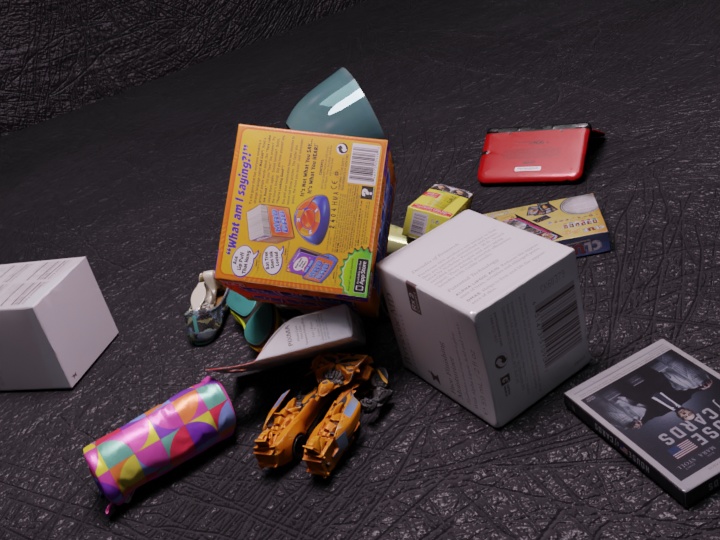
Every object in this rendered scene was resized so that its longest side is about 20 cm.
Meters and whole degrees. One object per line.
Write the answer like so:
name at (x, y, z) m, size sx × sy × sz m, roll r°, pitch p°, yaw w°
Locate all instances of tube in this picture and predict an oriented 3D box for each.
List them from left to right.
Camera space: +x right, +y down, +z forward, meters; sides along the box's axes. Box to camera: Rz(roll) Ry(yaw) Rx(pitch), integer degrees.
tube at (0.041, -0.050, 1.352) m, size 0.197 × 0.053 × 0.058 m, roll 23°, pitch 0°, yaw 26°

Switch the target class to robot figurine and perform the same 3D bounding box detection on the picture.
robot figurine at (-0.044, 0.170, 1.058) m, size 0.142 × 0.059 × 0.201 m, roll 1°, pitch 33°, yaw 27°

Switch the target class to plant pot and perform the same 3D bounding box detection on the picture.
plant pot at (-0.058, -0.287, 1.748) m, size 0.159 × 0.202 × 0.201 m, roll -30°, pitch 29°, yaw -3°

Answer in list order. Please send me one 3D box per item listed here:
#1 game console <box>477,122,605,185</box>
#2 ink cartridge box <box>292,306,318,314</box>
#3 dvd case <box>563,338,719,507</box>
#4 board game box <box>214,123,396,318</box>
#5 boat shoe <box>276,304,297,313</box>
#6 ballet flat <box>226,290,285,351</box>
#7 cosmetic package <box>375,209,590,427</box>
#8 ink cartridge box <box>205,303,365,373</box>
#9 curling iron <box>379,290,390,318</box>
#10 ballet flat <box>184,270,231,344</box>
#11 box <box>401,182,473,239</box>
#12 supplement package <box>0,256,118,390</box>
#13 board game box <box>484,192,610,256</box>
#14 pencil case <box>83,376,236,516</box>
game console at (0.337, -0.209, 1.573) m, size 0.197 × 0.119 × 0.175 m, roll 1°, pitch 64°, yaw 31°
ink cartridge box at (-0.077, -0.024, 1.366) m, size 0.174 × 0.045 × 0.200 m, roll 28°, pitch 45°, yaw 17°
dvd case at (0.338, 0.156, 0.917) m, size 0.148 × 0.025 × 0.200 m, roll -25°, pitch 29°, yaw -14°
board game box at (-0.065, -0.059, 1.145) m, size 0.196 × 0.204 × 0.200 m, roll 7°, pitch -9°, yaw 6°
boat shoe at (-0.146, 0.011, 1.393) m, size 0.066 × 0.058 × 0.201 m, roll -12°, pitch 45°, yaw -26°
ballet flat at (-0.145, 0.076, 1.273) m, size 0.067 × 0.067 × 0.200 m, roll -51°, pitch 30°, yaw 0°
cosmetic package at (0.151, 0.051, 1.053) m, size 0.163 × 0.167 × 0.199 m, roll -29°, pitch 30°, yaw -23°
ink cartridge box at (-0.097, 0.097, 1.141) m, size 0.196 × 0.048 × 0.160 m, roll -13°, pitch -9°, yaw 5°
curling iron at (0.000, 0.000, 1.296) m, size 0.025 × 0.050 × 0.201 m, roll -38°, pitch 51°, yaw 2°
ballet flat at (-0.244, 0.039, 1.389) m, size 0.073 × 0.075 × 0.201 m, roll -12°, pitch 28°, yaw 7°
box at (0.128, -0.093, 1.372) m, size 0.074 × 0.051 × 0.200 m, roll 17°, pitch 21°, yaw 14°
supplement package at (-0.532, 0.087, 1.367) m, size 0.196 × 0.154 × 0.151 m, roll -5°, pitch 29°, yaw 21°
board game box at (0.277, -0.059, 1.319) m, size 0.196 × 0.035 × 0.136 m, roll -10°, pitch 29°, yaw 11°
pencil case at (-0.250, 0.216, 1.068) m, size 0.198 × 0.090 × 0.088 m, roll -31°, pitch 31°, yaw -21°
